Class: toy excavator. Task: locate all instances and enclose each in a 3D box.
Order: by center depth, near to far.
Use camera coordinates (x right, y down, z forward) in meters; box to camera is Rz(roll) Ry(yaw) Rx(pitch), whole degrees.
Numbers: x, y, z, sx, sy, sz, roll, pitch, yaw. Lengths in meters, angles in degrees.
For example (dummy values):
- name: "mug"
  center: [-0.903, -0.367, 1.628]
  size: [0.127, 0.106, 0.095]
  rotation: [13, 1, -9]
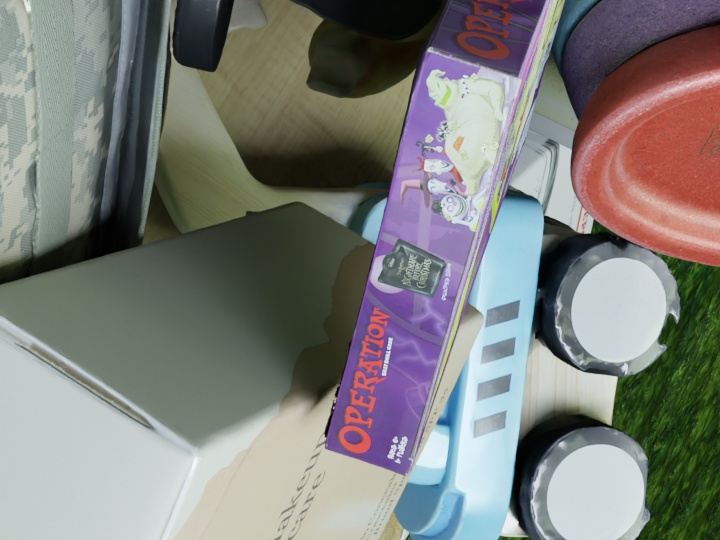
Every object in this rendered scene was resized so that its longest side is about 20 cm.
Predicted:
- name: "toy excavator"
  center: [0.000, 0.000, 0.781]
  size: [0.100, 0.199, 0.196]
  rotation: [-156, -109, -70]

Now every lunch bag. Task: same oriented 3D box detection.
- name: "lunch bag"
  center: [-0.116, -0.045, 0.637]
  size: [0.200, 0.117, 0.165]
  rotation: [-46, 156, -48]

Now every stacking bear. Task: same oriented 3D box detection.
- name: "stacking bear"
  center: [0.115, -0.118, 0.769]
  size: [0.122, 0.113, 0.201]
  rotation: [113, -23, -56]

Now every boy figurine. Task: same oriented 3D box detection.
- name: "boy figurine"
  center: [0.013, -0.114, 0.708]
  size: [0.200, 0.064, 0.125]
  rotation: [-67, 178, -82]

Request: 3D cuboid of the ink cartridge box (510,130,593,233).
- name: "ink cartridge box"
  center: [0.061, -0.030, 1.099]
  size: [0.200, 0.068, 0.116]
  rotation: [-42, 151, -41]

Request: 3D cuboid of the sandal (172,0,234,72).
- name: "sandal"
  center: [-0.024, -0.149, 0.716]
  size: [0.075, 0.045, 0.201]
  rotation: [98, -1, -63]

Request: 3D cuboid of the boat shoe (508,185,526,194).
- name: "boat shoe"
  center: [-0.012, 0.040, 0.872]
  size: [0.202, 0.065, 0.074]
  rotation: [-54, -163, 0]

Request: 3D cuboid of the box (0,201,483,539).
- name: "box"
  center: [-0.048, 0.048, 0.647]
  size: [0.200, 0.078, 0.095]
  rotation: [-23, 141, -64]

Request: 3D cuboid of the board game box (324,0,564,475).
- name: "board game box"
  center: [0.034, -0.047, 0.637]
  size: [0.200, 0.032, 0.120]
  rotation: [-66, 176, -59]

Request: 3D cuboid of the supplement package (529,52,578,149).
- name: "supplement package"
  center: [0.127, -0.140, 0.942]
  size: [0.151, 0.199, 0.152]
  rotation: [-34, 145, -50]

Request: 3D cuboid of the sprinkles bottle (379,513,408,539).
- name: "sprinkles bottle"
  center: [-0.031, 0.133, 1.033]
  size: [0.200, 0.068, 0.069]
  rotation: [-41, 152, -66]

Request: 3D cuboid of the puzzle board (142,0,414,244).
- name: "puzzle board"
  center: [-0.066, -0.022, 0.802]
  size: [0.151, 0.017, 0.201]
  rotation: [38, 79, -32]
